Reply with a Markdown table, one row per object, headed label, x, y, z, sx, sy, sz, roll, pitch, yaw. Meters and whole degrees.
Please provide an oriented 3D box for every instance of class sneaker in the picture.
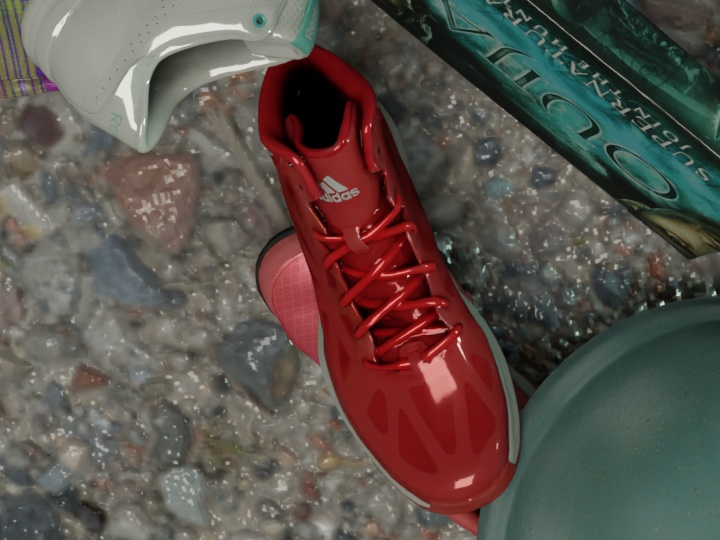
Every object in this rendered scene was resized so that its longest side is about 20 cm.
| label | x | y | z | sx | sy | sz | roll | pitch | yaw |
| --- | --- | --- | --- | --- | --- | --- | --- | --- | --- |
| sneaker | 0.034 | 0.055 | 0.899 | 0.200 | 0.087 | 0.074 | 42 | 112 | -8 |
| sneaker | 0.000 | 0.000 | 0.821 | 0.078 | 0.116 | 0.201 | -27 | 71 | 5 |
| sneaker | -0.037 | -0.128 | 0.812 | 0.200 | 0.075 | 0.089 | -43 | 66 | 1 |

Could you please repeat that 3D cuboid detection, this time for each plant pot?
| label | x | y | z | sx | sy | sz | roll | pitch | yaw |
| --- | --- | --- | --- | --- | --- | --- | --- | --- | --- |
| plant pot | 0.164 | 0.126 | 0.835 | 0.199 | 0.134 | 0.201 | -6 | 108 | -18 |

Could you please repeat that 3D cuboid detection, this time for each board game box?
| label | x | y | z | sx | sy | sz | roll | pitch | yaw |
| --- | --- | --- | --- | --- | --- | --- | --- | --- | --- |
| board game box | 0.086 | -0.080 | 0.813 | 0.200 | 0.135 | 0.028 | 39 | 80 | -5 |

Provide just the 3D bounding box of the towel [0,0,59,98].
| label | x | y | z | sx | sy | sz | roll | pitch | yaw |
| --- | --- | --- | --- | --- | --- | --- | --- | --- | --- |
| towel | -0.146 | -0.149 | 0.885 | 0.199 | 0.023 | 0.144 | -7 | 110 | 12 |
